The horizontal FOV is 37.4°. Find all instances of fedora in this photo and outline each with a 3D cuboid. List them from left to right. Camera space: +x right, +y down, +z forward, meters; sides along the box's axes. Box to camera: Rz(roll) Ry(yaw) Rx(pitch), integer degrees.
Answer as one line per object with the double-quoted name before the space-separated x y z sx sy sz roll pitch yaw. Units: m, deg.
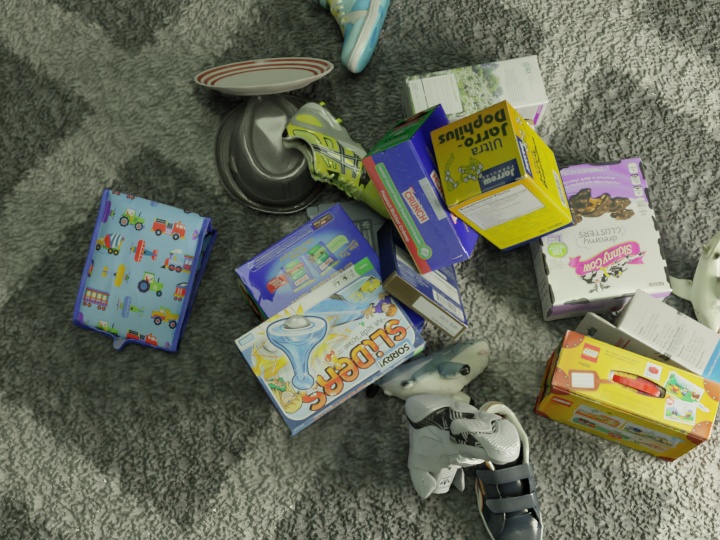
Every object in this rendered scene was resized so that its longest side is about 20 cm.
"fedora" -0.123 -0.183 1.502 0.175 0.090 0.202 -7 70 -4

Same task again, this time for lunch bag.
"lunch bag" -0.296 0.012 1.438 0.149 0.094 0.202 15 79 2

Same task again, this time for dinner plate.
"dinner plate" -0.136 -0.274 1.509 0.198 0.200 0.025 -5 110 -3

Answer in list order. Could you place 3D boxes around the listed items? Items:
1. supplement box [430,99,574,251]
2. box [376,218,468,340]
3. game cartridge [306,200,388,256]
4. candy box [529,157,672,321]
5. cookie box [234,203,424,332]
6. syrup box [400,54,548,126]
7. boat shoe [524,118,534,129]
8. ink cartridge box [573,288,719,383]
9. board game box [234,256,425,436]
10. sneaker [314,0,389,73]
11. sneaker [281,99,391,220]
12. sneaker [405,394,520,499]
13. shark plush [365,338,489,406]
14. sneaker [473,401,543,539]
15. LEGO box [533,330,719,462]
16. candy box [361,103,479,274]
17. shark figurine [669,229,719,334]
"supplement box" 0.185 -0.117 1.367 0.108 0.200 0.111 -21 67 22
"box" 0.078 0.002 1.395 0.121 0.201 0.032 36 112 -17
"game cartridge" 0.000 0.000 1.467 0.132 0.041 0.202 -7 70 0
"candy box" 0.322 -0.043 1.468 0.166 0.072 0.202 -7 70 -3
"cookie box" -0.042 0.044 1.392 0.170 0.075 0.201 -33 74 -12
"syrup box" 0.163 -0.244 1.535 0.198 0.082 0.080 -10 72 -5
"boat shoe" 0.155 -0.161 1.511 0.198 0.071 0.070 -13 96 6
"ink cartridge box" 0.388 0.096 1.395 0.199 0.116 0.067 31 72 9
"board game box" -0.038 0.093 1.317 0.199 0.035 0.136 -33 75 -11
"sneaker" -0.030 -0.388 1.588 0.129 0.080 0.202 15 61 3
"sneaker" -0.025 -0.135 1.430 0.076 0.076 0.200 -41 79 -19
"sneaker" 0.123 0.229 1.306 0.074 0.199 0.116 -4 101 -32
"shark plush" 0.075 0.139 1.422 0.198 0.091 0.084 -14 49 16
"sneaker" 0.183 0.265 1.351 0.078 0.080 0.202 -13 72 -7
"LEGO box" 0.333 0.163 1.352 0.198 0.149 0.078 19 71 6
"candy box" 0.092 -0.110 1.393 0.076 0.200 0.170 -22 103 21
"shark figurine" 0.504 -0.013 1.447 0.089 0.216 0.128 -2 29 -41
